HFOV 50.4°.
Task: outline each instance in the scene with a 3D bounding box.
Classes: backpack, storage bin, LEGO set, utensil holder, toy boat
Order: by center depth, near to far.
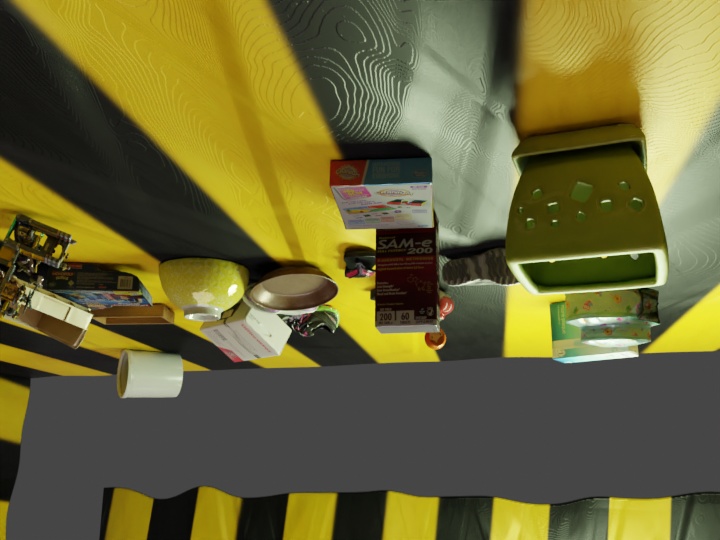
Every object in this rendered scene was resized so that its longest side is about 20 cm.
[{"bbox_3d":[-0.583,0.005,1.360,0.115,0.202,0.154,23,145,-15],"label":"LEGO set"},{"bbox_3d":[-0.713,0.077,1.642,0.197,0.095,0.200,14,166,40],"label":"storage bin"},{"bbox_3d":[0.567,0.097,1.752,0.198,0.155,0.175,20,161,-35],"label":"backpack"},{"bbox_3d":[0.162,0.124,1.811,0.129,0.132,0.200,-26,167,14],"label":"toy boat"},{"bbox_3d":[-0.757,0.375,2.750,0.198,0.172,0.169,8,163,-29],"label":"utensil holder"}]

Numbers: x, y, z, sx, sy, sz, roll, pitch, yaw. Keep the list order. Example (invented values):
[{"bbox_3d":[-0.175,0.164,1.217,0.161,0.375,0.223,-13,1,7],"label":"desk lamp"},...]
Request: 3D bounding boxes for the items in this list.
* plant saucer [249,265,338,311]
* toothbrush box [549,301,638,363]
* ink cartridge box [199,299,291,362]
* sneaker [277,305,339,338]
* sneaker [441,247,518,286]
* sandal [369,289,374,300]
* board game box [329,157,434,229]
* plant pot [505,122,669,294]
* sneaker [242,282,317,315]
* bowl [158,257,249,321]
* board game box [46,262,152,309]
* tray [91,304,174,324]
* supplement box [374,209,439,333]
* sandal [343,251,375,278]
[{"bbox_3d":[-0.147,0.036,1.702,0.197,0.037,0.201,-6,156,-3],"label":"plant saucer"},{"bbox_3d":[0.592,0.151,1.944,0.198,0.149,0.085,-10,162,35],"label":"toothbrush box"},{"bbox_3d":[-0.298,0.155,1.987,0.199,0.085,0.145,-14,128,44],"label":"ink cartridge box"},{"bbox_3d":[-0.152,0.134,2.015,0.197,0.085,0.077,3,164,-8],"label":"sneaker"},{"bbox_3d":[0.268,-0.007,1.556,0.198,0.076,0.082,-2,-179,31],"label":"sneaker"},{"bbox_3d":[0.087,0.054,1.798,0.075,0.043,0.200,6,164,-21],"label":"sandal"},{"bbox_3d":[0.039,-0.115,1.189,0.151,0.041,0.200,-1,165,5],"label":"board game box"},{"bbox_3d":[0.306,-0.081,1.041,0.197,0.184,0.199,-6,164,21],"label":"plant pot"},{"bbox_3d":[-0.201,0.078,1.831,0.198,0.076,0.099,11,161,-34],"label":"sneaker"},{"bbox_3d":[-0.344,0.050,1.673,0.197,0.109,0.200,1,165,0],"label":"bowl"},{"bbox_3d":[-0.576,0.040,1.726,0.197,0.063,0.200,2,165,-5],"label":"board game box"},{"bbox_3d":[-0.613,0.118,2.063,0.197,0.038,0.099,0,165,4],"label":"tray"},{"bbox_3d":[0.081,0.003,1.311,0.107,0.203,0.061,-3,163,11],"label":"supplement box"},{"bbox_3d":[0.000,0.000,1.598,0.074,0.046,0.200,1,165,-3],"label":"sandal"}]
